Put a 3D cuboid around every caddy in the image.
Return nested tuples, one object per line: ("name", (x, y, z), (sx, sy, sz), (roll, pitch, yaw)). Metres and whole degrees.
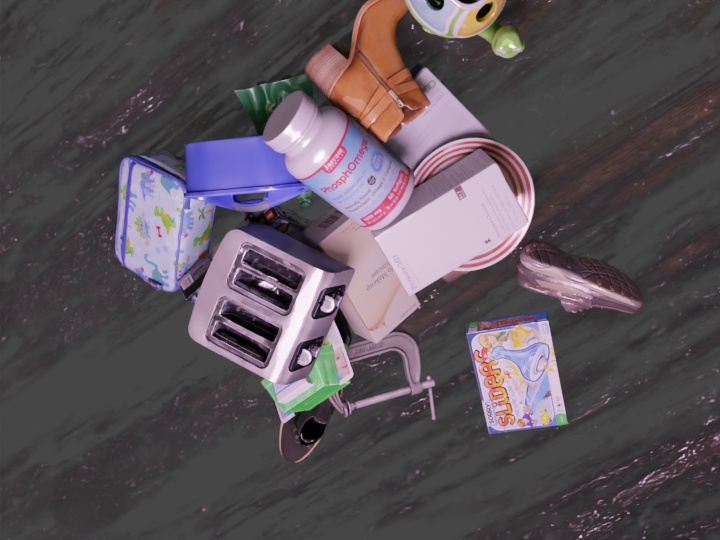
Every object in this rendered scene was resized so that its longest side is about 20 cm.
("caddy", (-0.158, -0.136, 1.407), (0.198, 0.141, 0.106), (-3, 96, 16))

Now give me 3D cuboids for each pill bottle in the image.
("pill bottle", (-0.030, -0.148, 1.321), (0.200, 0.109, 0.109), (35, 118, -28))

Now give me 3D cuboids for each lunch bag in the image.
("lunch bag", (-0.310, -0.077, 1.536), (0.160, 0.082, 0.201), (30, 122, 28))

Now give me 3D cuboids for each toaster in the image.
("toaster", (-0.131, 0.038, 1.390), (0.199, 0.119, 0.182), (27, 100, 10))

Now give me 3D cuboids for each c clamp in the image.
("c clamp", (0.033, 0.189, 1.632), (0.198, 0.027, 0.172), (-9, 107, -17))

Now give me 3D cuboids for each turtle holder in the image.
("turtle holder", (0.131, -0.363, 1.298), (0.140, 0.132, 0.187), (-14, 104, -4))

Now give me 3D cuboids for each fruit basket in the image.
("fruit basket", (-0.105, 0.111, 1.523), (0.185, 0.093, 0.201), (-36, 72, 37))

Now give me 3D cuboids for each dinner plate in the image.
("dinner plate", (0.157, -0.097, 1.443), (0.198, 0.024, 0.202), (-4, 111, -10))

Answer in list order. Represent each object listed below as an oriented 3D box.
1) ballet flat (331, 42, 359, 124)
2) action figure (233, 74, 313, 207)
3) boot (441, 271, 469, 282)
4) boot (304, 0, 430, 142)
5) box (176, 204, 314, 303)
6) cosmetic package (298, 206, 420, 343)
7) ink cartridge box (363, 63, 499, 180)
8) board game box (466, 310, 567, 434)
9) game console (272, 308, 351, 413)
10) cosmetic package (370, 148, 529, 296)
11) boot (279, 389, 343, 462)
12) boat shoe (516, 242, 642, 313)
("ballet flat", (0.014, -0.247, 1.443), (0.065, 0.071, 0.201), (-24, 116, -8))
("action figure", (-0.107, -0.189, 1.487), (0.117, 0.055, 0.201), (-9, 111, 11))
("boot", (0.126, -0.081, 1.505), (0.199, 0.070, 0.146), (36, 110, -11))
("boot", (0.041, -0.283, 1.344), (0.155, 0.200, 0.077), (42, 160, 9))
("box", (-0.169, -0.016, 1.527), (0.200, 0.137, 0.040), (-41, 63, 14))
("cosmetic package", (0.000, 0.000, 1.516), (0.103, 0.073, 0.201), (-41, 120, -18))
("ink cartridge box", (0.087, -0.163, 1.436), (0.200, 0.041, 0.200), (-46, 118, 7))
("board game box", (0.259, 0.170, 1.621), (0.134, 0.035, 0.201), (-10, 114, 13))
("game console", (-0.130, 0.103, 1.607), (0.116, 0.177, 0.200), (21, 123, -35))
("cosmetic package", (0.119, -0.068, 1.391), (0.199, 0.081, 0.113), (-34, 114, 2))
("boot", (-0.099, 0.279, 1.674), (0.077, 0.139, 0.201), (22, 118, -3))
("boat shoe", (0.335, 0.022, 1.523), (0.199, 0.075, 0.074), (23, 128, 7))
